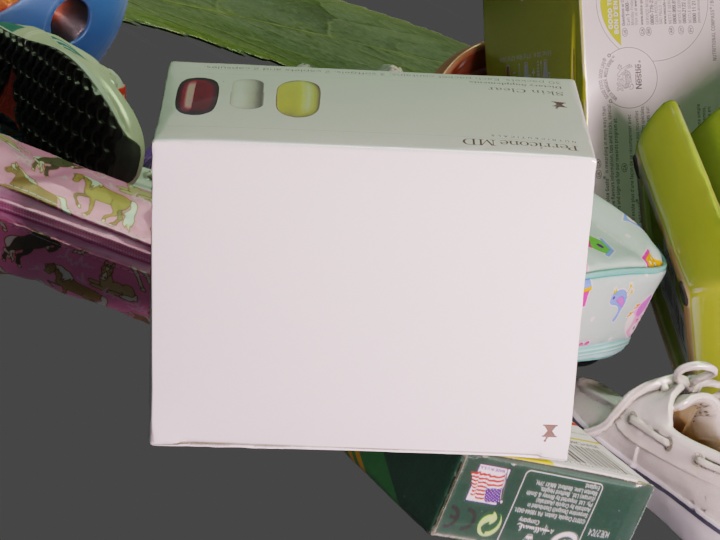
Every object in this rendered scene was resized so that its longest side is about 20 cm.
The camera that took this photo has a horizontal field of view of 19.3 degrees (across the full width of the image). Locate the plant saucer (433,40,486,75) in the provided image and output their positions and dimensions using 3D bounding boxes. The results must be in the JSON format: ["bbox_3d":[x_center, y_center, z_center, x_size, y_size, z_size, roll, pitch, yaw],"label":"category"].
[{"bbox_3d":[0.112,-0.073,1.588,0.200,0.201,0.032,12,-13,-38],"label":"plant saucer"}]

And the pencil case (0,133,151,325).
[{"bbox_3d":[-0.137,-0.016,1.144,0.199,0.083,0.087,21,43,-9],"label":"pencil case"}]

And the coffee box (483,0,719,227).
[{"bbox_3d":[0.208,-0.128,1.477,0.197,0.201,0.200,-4,4,-15],"label":"coffee box"}]

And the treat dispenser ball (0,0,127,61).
[{"bbox_3d":[-0.259,-0.208,1.467,0.200,0.202,0.201,21,12,-5],"label":"treat dispenser ball"}]

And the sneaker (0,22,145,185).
[{"bbox_3d":[-0.165,-0.101,1.260,0.093,0.071,0.200,3,20,-41],"label":"sneaker"}]

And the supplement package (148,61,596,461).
[{"bbox_3d":[0.003,-0.006,1.005,0.199,0.156,0.111,2,25,-2],"label":"supplement package"}]

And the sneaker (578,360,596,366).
[{"bbox_3d":[0.155,0.028,1.507,0.200,0.073,0.112,-2,29,-44],"label":"sneaker"}]

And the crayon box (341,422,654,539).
[{"bbox_3d":[0.045,0.081,1.119,0.127,0.051,0.200,14,15,-34],"label":"crayon box"}]

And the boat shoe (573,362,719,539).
[{"bbox_3d":[0.180,0.090,1.192,0.074,0.086,0.202,13,15,-34],"label":"boat shoe"}]

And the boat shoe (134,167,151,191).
[{"bbox_3d":[-0.057,-0.011,1.236,0.199,0.074,0.066,22,54,-4],"label":"boat shoe"}]

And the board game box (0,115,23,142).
[{"bbox_3d":[-0.265,-0.080,1.273,0.151,0.047,0.200,27,14,20],"label":"board game box"}]

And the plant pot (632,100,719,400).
[{"bbox_3d":[0.273,-0.001,1.293,0.181,0.199,0.200,-12,43,0],"label":"plant pot"}]

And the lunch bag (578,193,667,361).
[{"bbox_3d":[0.064,-0.022,1.240,0.200,0.077,0.160,37,28,31],"label":"lunch bag"}]

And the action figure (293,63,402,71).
[{"bbox_3d":[-0.012,-0.087,1.481,0.200,0.102,0.119,45,-24,-2],"label":"action figure"}]

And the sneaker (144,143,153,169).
[{"bbox_3d":[-0.106,-0.057,1.366,0.080,0.084,0.200,19,12,-13],"label":"sneaker"}]
